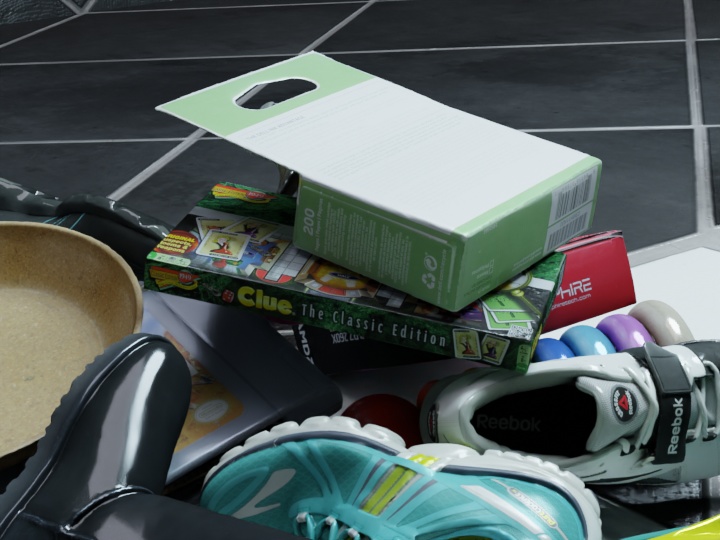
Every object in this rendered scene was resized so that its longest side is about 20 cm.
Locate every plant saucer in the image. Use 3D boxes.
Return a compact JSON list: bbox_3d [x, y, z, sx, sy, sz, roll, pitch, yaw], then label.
[{"bbox_3d":[-0.207,0.047,0.787,0.200,0.035,0.200,-5,38,4],"label":"plant saucer"}]

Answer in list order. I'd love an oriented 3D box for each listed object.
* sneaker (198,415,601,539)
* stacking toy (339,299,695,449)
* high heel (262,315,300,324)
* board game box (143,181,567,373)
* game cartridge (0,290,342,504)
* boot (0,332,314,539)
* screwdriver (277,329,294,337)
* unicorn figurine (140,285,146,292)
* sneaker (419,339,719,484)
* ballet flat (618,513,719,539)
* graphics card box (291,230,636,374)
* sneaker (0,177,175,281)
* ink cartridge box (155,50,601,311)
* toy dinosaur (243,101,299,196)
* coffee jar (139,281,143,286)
[{"bbox_3d":[0.011,0.120,0.712,0.200,0.078,0.080,1,30,21],"label":"sneaker"},{"bbox_3d":[0.082,0.077,0.828,0.200,0.086,0.085,-12,19,-11],"label":"stacking toy"},{"bbox_3d":[0.032,-0.021,0.875,0.200,0.067,0.096,-25,16,-41],"label":"high heel"},{"bbox_3d":[0.000,0.000,0.792,0.200,0.024,0.105,12,26,12],"label":"board game box"},{"bbox_3d":[-0.127,0.077,0.806,0.200,0.042,0.133,-29,53,-28],"label":"game cartridge"},{"bbox_3d":[-0.057,0.113,0.663,0.200,0.066,0.165,10,54,33],"label":"boot"},{"bbox_3d":[-0.086,0.043,1.040,0.200,0.028,0.029,-8,46,-1],"label":"screwdriver"},{"bbox_3d":[-0.128,0.070,0.894,0.137,0.074,0.200,-14,46,-20],"label":"unicorn figurine"},{"bbox_3d":[0.134,0.074,0.756,0.200,0.074,0.089,-7,-5,-5],"label":"sneaker"},{"bbox_3d":[0.172,0.132,0.666,0.200,0.067,0.067,-17,42,-28],"label":"ballet flat"},{"bbox_3d":[0.058,0.023,0.944,0.125,0.051,0.200,-16,3,-33],"label":"graphics card box"},{"bbox_3d":[-0.177,-0.006,0.920,0.200,0.079,0.075,10,-12,37],"label":"sneaker"},{"bbox_3d":[0.009,-0.055,0.822,0.200,0.048,0.145,22,31,29],"label":"ink cartridge box"},{"bbox_3d":[-0.003,-0.051,1.040,0.102,0.077,0.200,-29,43,-11],"label":"toy dinosaur"},{"bbox_3d":[-0.230,0.024,1.009,0.200,0.104,0.085,3,-26,20],"label":"coffee jar"}]
